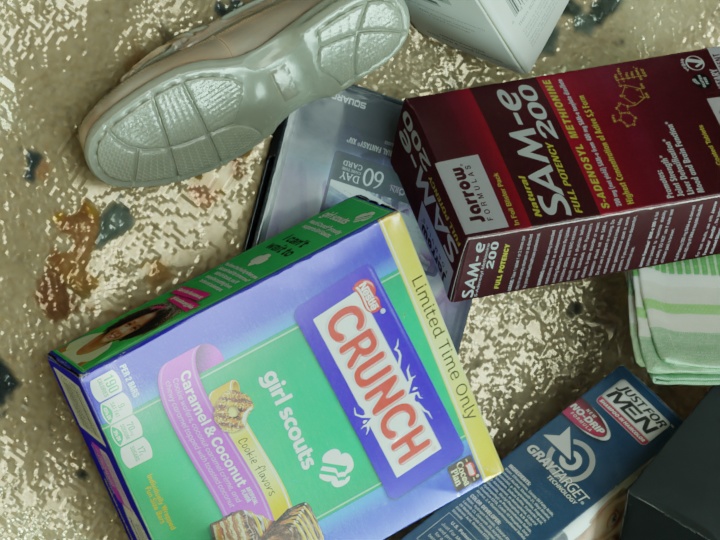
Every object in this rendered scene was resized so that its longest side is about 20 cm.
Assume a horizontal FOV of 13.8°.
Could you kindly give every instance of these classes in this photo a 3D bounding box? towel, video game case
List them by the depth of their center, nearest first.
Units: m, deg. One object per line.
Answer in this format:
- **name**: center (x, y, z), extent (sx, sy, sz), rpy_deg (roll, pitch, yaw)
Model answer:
- **video game case**: center (0.000, 0.000, 1.710), extent (0.142, 0.019, 0.201), rpy_deg (17, 83, -24)
- **towel**: center (0.221, -0.020, 1.724), extent (0.152, 0.023, 0.201), rpy_deg (-1, 51, -7)

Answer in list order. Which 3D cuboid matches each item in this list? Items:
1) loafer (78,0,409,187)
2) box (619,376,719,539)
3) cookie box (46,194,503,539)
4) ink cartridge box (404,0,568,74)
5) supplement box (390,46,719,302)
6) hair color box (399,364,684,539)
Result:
- **loafer**: center (-0.070, -0.111, 1.660), extent (0.199, 0.063, 0.072), rpy_deg (-27, 131, -11)
- **box**: center (0.228, 0.120, 1.718), extent (0.079, 0.141, 0.200), rpy_deg (29, 55, 22)
- **cookie box**: center (-0.045, 0.078, 1.639), extent (0.199, 0.075, 0.172), rpy_deg (-28, 109, -15)
- **ink cartridge box**: center (0.067, -0.223, 1.644), extent (0.147, 0.083, 0.200), rpy_deg (-60, 152, -12)
- **supplement box**: center (0.129, -0.056, 1.685), extent (0.199, 0.061, 0.109), rpy_deg (-11, 54, -17)
- **hair color box**: center (0.096, 0.153, 1.705), extent (0.200, 0.100, 0.061), rpy_deg (-37, 63, -20)
